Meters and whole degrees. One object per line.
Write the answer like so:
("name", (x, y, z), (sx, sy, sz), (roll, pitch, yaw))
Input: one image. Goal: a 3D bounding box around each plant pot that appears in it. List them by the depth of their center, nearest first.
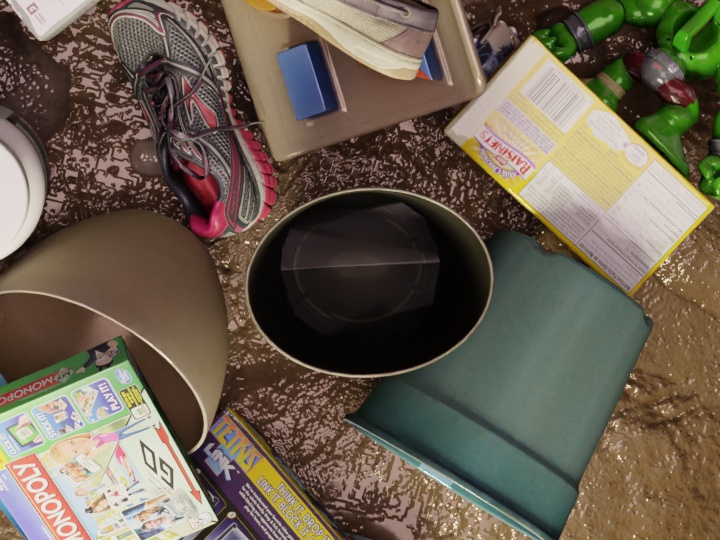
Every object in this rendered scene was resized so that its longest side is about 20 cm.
("plant pot", (-0.181, 0.033, 1.453), (0.200, 0.200, 0.135), (34, 55, -11))
("plant pot", (0.121, 0.087, 1.492), (0.200, 0.200, 0.197), (33, 85, -11))

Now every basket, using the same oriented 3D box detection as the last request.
("basket", (0.000, 0.000, 1.446), (0.179, 0.200, 0.137), (-4, 95, -4))

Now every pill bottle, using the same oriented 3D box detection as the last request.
("pill bottle", (-0.291, -0.065, 1.402), (0.115, 0.200, 0.117), (-1, 97, -7))

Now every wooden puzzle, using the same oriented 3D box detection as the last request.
("wooden puzzle", (-0.019, -0.193, 1.428), (0.199, 0.046, 0.186), (-16, 94, 28))

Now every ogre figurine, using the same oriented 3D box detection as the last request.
("ogre figurine", (0.248, -0.157, 1.511), (0.120, 0.098, 0.200), (-48, 57, -4))

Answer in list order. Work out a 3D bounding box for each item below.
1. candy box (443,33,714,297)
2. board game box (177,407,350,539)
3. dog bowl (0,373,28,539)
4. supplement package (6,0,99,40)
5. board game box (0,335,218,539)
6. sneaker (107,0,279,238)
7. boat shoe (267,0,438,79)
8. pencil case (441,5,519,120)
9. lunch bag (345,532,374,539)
("candy box", (0.170, -0.080, 1.470), (0.200, 0.026, 0.102), (42, 101, -9))
("board game box", (-0.099, 0.233, 1.479), (0.165, 0.200, 0.057), (-44, 143, 0))
("dog bowl", (-0.285, 0.123, 1.456), (0.049, 0.111, 0.201), (-36, 131, -16))
("supplement package", (-0.198, -0.279, 1.428), (0.200, 0.117, 0.118), (-38, 99, -2))
("board game box", (-0.201, 0.146, 1.403), (0.134, 0.029, 0.201), (-24, 134, -1))
("sneaker", (-0.135, -0.121, 1.460), (0.080, 0.075, 0.201), (-28, 94, 38))
("boat shoe", (-0.032, -0.214, 1.372), (0.199, 0.072, 0.065), (34, 105, 8))
("pencil case", (0.142, -0.112, 1.515), (0.200, 0.078, 0.089), (45, 117, -10))
("lunch bag", (-0.033, 0.308, 1.553), (0.159, 0.076, 0.201), (15, 96, -12))
